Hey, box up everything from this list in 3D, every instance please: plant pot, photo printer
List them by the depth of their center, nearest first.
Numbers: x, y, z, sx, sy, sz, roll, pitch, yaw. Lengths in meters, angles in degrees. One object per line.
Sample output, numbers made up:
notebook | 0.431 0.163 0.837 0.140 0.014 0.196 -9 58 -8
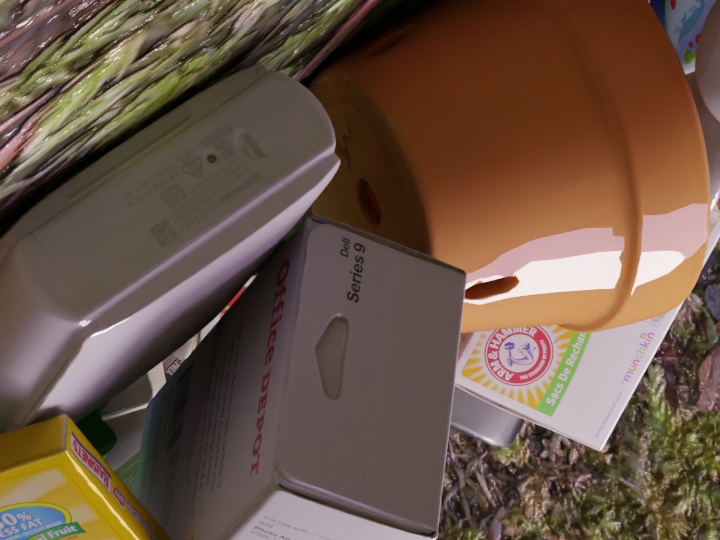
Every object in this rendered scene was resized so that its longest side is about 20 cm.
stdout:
photo printer | -0.108 0.005 1.275 0.166 0.069 0.200 -36 174 -31
plant pot | 0.061 -0.052 1.420 0.140 0.200 0.200 -19 168 -22

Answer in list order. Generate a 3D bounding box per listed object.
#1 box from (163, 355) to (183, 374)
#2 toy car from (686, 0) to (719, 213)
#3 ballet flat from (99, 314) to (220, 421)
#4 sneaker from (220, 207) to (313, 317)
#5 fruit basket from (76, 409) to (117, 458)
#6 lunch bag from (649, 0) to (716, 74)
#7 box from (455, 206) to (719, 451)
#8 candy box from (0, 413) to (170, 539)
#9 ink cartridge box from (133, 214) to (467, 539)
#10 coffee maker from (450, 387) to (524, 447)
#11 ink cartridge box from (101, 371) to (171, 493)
box | -0.085 0.036 1.756 0.137 0.040 0.200 -38 -176 -1
toy car | 0.243 -0.095 1.418 0.200 0.175 0.150 116 -12 -59
ballet flat | -0.111 0.027 1.466 0.200 0.070 0.067 -43 173 36
sneaker | 0.000 0.000 1.532 0.199 0.077 0.085 4 144 -11
fruit basket | -0.217 0.123 1.410 0.200 0.094 0.185 -42 174 35
lunch bag | 0.248 -0.198 1.573 0.170 0.127 0.200 -42 -143 37
box | 0.129 -0.018 1.611 0.200 0.101 0.113 -62 -167 13
candy box | -0.196 0.129 1.288 0.200 0.102 0.026 -19 -137 16
ink cartridge box | -0.036 0.090 1.323 0.200 0.087 0.146 129 -26 -51
coffee maker | 0.098 0.001 1.729 0.200 0.192 0.135 -60 178 14
ink cartridge box | -0.172 0.127 1.529 0.200 0.048 0.145 -39 -160 -14
